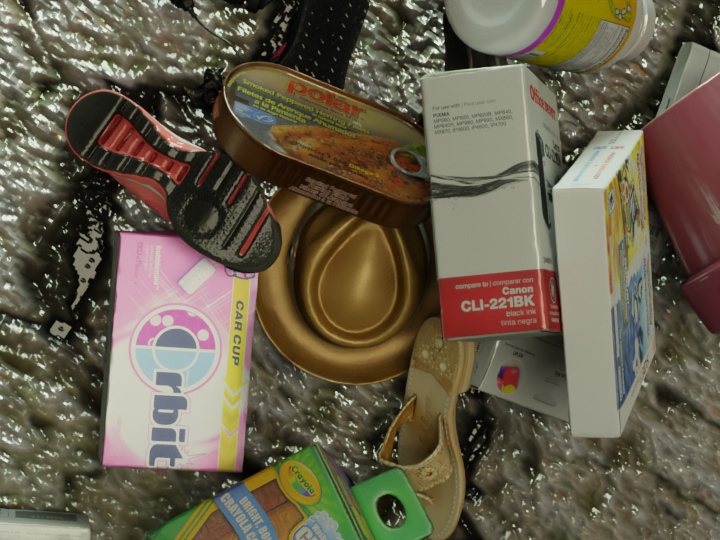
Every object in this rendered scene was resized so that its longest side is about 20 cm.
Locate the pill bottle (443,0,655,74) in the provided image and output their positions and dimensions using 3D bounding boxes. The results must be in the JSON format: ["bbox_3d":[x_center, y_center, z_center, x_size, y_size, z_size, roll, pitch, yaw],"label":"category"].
[{"bbox_3d":[0.164,-0.218,1.214,0.200,0.104,0.104,0,93,-51],"label":"pill bottle"}]

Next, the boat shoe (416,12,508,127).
[{"bbox_3d":[0.089,-0.125,1.252,0.073,0.074,0.200,-11,94,-14],"label":"boat shoe"}]

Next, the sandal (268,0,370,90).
[{"bbox_3d":[-0.047,-0.164,1.237,0.075,0.045,0.200,28,71,-19],"label":"sandal"}]

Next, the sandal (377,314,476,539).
[{"bbox_3d":[0.042,0.138,1.221,0.070,0.078,0.212,-16,122,-41],"label":"sandal"}]

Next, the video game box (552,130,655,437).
[{"bbox_3d":[0.197,0.006,1.169,0.047,0.182,0.200,-1,109,18],"label":"video game box"}]

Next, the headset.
[{"bbox_3d":[-0.119,-0.241,1.208,0.123,0.094,0.200,1,77,-10],"label":"headset"}]

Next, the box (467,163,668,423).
[{"bbox_3d":[0.178,0.025,1.270,0.156,0.041,0.200,22,87,-37],"label":"box"}]

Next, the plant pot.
[{"bbox_3d":[0.328,-0.073,1.240,0.200,0.200,0.179,-35,85,-10],"label":"plant pot"}]

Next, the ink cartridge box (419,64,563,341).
[{"bbox_3d":[0.109,-0.048,1.139,0.084,0.144,0.200,-7,85,17],"label":"ink cartridge box"}]

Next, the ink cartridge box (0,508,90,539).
[{"bbox_3d":[-0.309,0.292,1.189,0.160,0.047,0.200,6,96,-15],"label":"ink cartridge box"}]

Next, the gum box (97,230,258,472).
[{"bbox_3d":[-0.149,0.059,1.203,0.113,0.066,0.200,4,91,-14],"label":"gum box"}]

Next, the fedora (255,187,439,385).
[{"bbox_3d":[0.000,0.000,1.215,0.200,0.082,0.201,0,95,-3],"label":"fedora"}]

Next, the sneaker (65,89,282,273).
[{"bbox_3d":[-0.138,-0.072,1.170,0.200,0.087,0.074,38,90,8],"label":"sneaker"}]

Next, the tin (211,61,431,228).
[{"bbox_3d":[-0.022,-0.098,1.163,0.200,0.042,0.112,21,44,-17],"label":"tin"}]

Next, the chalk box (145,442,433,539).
[{"bbox_3d":[-0.044,0.226,1.168,0.200,0.124,0.124,-30,65,1],"label":"chalk box"}]

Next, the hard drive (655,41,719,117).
[{"bbox_3d":[0.362,-0.110,1.347,0.200,0.027,0.132,21,88,-15],"label":"hard drive"}]
